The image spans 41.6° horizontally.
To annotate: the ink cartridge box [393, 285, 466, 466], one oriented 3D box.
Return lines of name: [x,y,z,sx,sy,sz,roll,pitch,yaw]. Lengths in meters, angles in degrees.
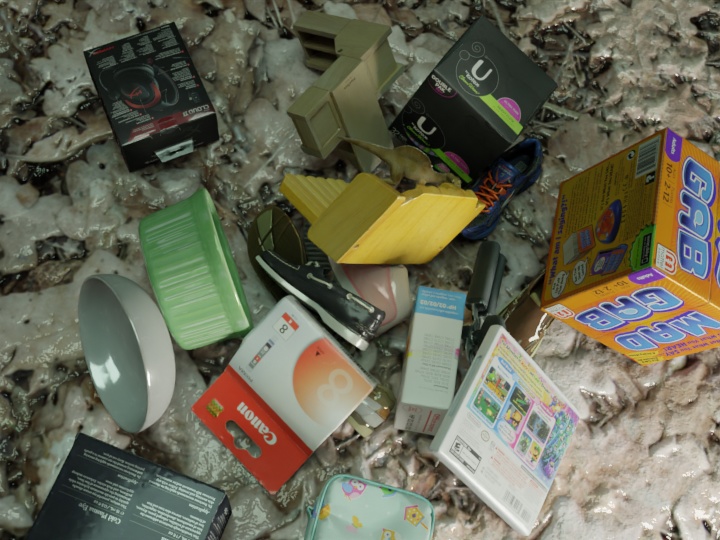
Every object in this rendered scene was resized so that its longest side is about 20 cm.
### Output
ink cartridge box: [0.087,0.138,1.229,0.067,0.116,0.203,9,64,2]

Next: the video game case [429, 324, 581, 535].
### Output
video game case: [0.188,0.202,1.192,0.200,0.024,0.183,45,62,-28]

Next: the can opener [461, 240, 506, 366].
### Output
can opener: [0.175,0.047,1.293,0.065,0.053,0.202,-6,47,24]

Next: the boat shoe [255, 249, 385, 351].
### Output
boat shoe: [-0.053,0.024,1.233,0.199,0.074,0.061,36,87,27]

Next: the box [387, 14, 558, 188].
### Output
box: [0.154,-0.230,1.343,0.148,0.200,0.125,41,67,-3]

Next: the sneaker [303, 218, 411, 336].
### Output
sneaker: [0.000,0.000,1.316,0.103,0.076,0.202,-19,62,-25]

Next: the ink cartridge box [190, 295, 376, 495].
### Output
ink cartridge box: [-0.102,0.158,1.193,0.162,0.050,0.200,44,91,7]

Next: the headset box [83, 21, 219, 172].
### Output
headset box: [-0.306,-0.251,1.407,0.147,0.075,0.202,-22,68,-13]

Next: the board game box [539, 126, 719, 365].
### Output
board game box: [0.385,-0.022,1.242,0.198,0.199,0.203,27,62,-22]

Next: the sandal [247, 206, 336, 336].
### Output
sandal: [-0.092,0.009,1.313,0.080,0.054,0.202,-32,86,7]

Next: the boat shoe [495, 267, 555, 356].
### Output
boat shoe: [0.232,0.057,1.300,0.074,0.075,0.203,36,68,13]

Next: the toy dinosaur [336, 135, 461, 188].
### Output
toy dinosaur: [0.060,-0.151,1.369,0.198,0.101,0.059,24,61,4]

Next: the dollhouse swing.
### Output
dollhouse swing: [0.022,-0.108,1.271,0.198,0.182,0.177,0,53,-49]

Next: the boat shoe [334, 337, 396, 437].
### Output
boat shoe: [-0.035,0.121,1.247,0.068,0.075,0.200,-42,84,1]

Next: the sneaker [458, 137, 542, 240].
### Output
sneaker: [0.197,-0.126,1.382,0.075,0.079,0.200,36,67,14]

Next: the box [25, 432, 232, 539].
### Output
box: [-0.279,0.323,1.124,0.197,0.104,0.184,21,64,6]

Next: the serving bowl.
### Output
serving bowl: [-0.284,0.097,1.191,0.065,0.201,0.202,-15,64,-35]

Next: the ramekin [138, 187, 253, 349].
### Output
ramekin: [-0.214,0.004,1.232,0.096,0.201,0.202,-19,67,-4]

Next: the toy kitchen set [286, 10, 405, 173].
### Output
toy kitchen set: [-0.050,-0.250,1.422,0.179,0.164,0.200,22,61,38]

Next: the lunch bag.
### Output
lunch bag: [0.000,0.352,1.145,0.158,0.077,0.203,14,64,4]
